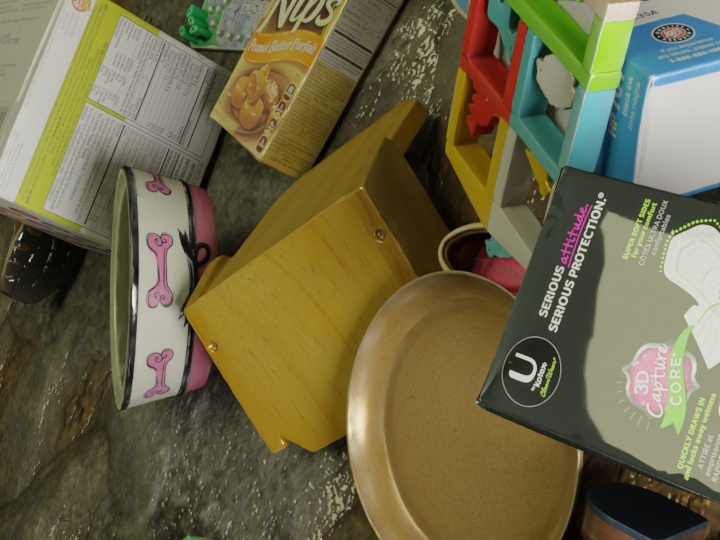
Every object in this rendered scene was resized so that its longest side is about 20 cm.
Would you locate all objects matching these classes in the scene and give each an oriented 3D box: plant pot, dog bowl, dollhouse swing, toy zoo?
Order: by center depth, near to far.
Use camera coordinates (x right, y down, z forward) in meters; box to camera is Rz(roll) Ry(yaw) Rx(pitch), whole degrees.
[{"bbox_3d":[0.091,-0.088,0.705,0.132,0.020,0.202,-120,29,-44],"label":"toy zoo"},{"bbox_3d":[0.065,0.102,0.794,0.198,0.027,0.204,2,92,47],"label":"plant pot"},{"bbox_3d":[0.000,0.000,0.957,0.199,0.175,0.183,-33,91,36],"label":"dollhouse swing"},{"bbox_3d":[-0.167,0.015,1.063,0.200,0.072,0.204,180,90,-74],"label":"dog bowl"}]

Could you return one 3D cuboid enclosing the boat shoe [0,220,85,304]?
[{"bbox_3d":[-0.326,-0.061,1.357,0.073,0.075,0.202,12,74,57],"label":"boat shoe"}]

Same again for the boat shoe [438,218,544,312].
[{"bbox_3d":[0.124,0.005,0.775,0.198,0.069,0.075,4,75,51],"label":"boat shoe"}]

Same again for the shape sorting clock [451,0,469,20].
[{"bbox_3d":[0.130,-0.272,0.931,0.199,0.039,0.203,-26,53,41],"label":"shape sorting clock"}]

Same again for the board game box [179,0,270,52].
[{"bbox_3d":[-0.090,-0.310,1.226,0.199,0.026,0.203,15,84,52],"label":"board game box"}]

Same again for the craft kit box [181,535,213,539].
[{"bbox_3d":[-0.170,0.340,0.987,0.197,0.048,0.202,-35,48,31],"label":"craft kit box"}]

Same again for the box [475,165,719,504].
[{"bbox_3d":[0.184,0.050,0.591,0.198,0.148,0.126,20,87,40],"label":"box"}]

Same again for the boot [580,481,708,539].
[{"bbox_3d":[0.182,0.195,0.632,0.199,0.074,0.098,34,119,48],"label":"boot"}]

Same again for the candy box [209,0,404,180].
[{"bbox_3d":[-0.043,-0.191,1.085,0.202,0.055,0.115,-61,38,9],"label":"candy box"}]

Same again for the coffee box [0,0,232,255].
[{"bbox_3d":[-0.269,-0.136,1.215,0.198,0.196,0.203,12,79,53],"label":"coffee box"}]

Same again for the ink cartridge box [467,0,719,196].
[{"bbox_3d":[0.167,-0.135,0.722,0.201,0.144,0.087,-123,23,-45],"label":"ink cartridge box"}]
